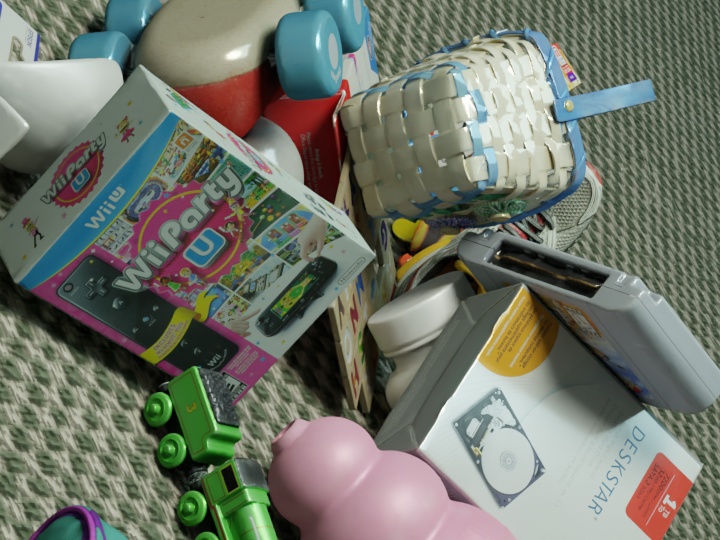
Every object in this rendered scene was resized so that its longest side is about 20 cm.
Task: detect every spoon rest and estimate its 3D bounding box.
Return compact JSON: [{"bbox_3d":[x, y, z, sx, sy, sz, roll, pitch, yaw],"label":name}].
[{"bbox_3d":[-0.203,-0.098,1.487,0.061,0.099,0.200,49,10,4],"label":"spoon rest"}]

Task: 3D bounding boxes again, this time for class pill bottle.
[{"bbox_3d":[0.087,0.106,1.786,0.200,0.111,0.111,61,23,-7],"label":"pill bottle"}]

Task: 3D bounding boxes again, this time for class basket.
[{"bbox_3d":[0.096,-0.103,1.769,0.200,0.176,0.140,-21,94,-42],"label":"basket"}]

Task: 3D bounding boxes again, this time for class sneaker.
[{"bbox_3d":[0.110,-0.011,1.874,0.078,0.200,0.082,47,8,-12],"label":"sneaker"}]

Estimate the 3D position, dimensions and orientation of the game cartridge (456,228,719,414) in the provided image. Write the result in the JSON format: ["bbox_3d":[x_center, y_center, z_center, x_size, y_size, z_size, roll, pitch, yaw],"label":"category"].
[{"bbox_3d":[0.164,0.038,1.700,0.200,0.042,0.133,20,-28,54],"label":"game cartridge"}]

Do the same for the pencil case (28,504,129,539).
[{"bbox_3d":[-0.109,0.218,1.321,0.200,0.085,0.092,44,-2,-27],"label":"pencil case"}]

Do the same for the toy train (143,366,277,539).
[{"bbox_3d":[-0.082,0.151,1.495,0.042,0.056,0.200,19,44,-55],"label":"toy train"}]

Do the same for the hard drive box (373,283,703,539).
[{"bbox_3d":[0.123,0.135,1.690,0.200,0.077,0.156,44,61,-19],"label":"hard drive box"}]

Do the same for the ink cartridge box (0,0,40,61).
[{"bbox_3d":[-0.288,-0.181,1.535,0.200,0.037,0.095,41,28,-29],"label":"ink cartridge box"}]

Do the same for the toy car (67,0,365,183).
[{"bbox_3d":[-0.088,-0.096,1.713,0.177,0.184,0.201,-67,150,-63],"label":"toy car"}]

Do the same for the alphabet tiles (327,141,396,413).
[{"bbox_3d":[0.000,0.000,1.781,0.200,0.008,0.168,-79,163,-50],"label":"alphabet tiles"}]

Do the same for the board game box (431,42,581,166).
[{"bbox_3d":[0.096,-0.125,2.069,0.046,0.151,0.200,57,23,-1],"label":"board game box"}]

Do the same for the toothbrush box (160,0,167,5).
[{"bbox_3d":[-0.059,-0.258,1.870,0.085,0.200,0.146,57,23,1],"label":"toothbrush box"}]

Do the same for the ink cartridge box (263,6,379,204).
[{"bbox_3d":[-0.029,-0.110,1.853,0.200,0.067,0.117,-76,160,-60],"label":"ink cartridge box"}]

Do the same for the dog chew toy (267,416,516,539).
[{"bbox_3d":[0.019,0.177,1.587,0.200,0.124,0.125,47,24,-5],"label":"dog chew toy"}]

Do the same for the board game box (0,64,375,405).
[{"bbox_3d":[-0.111,-0.016,1.519,0.200,0.148,0.064,35,13,-40],"label":"board game box"}]

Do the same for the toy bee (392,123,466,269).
[{"bbox_3d":[0.072,-0.024,1.970,0.131,0.109,0.200,20,-31,47],"label":"toy bee"}]
